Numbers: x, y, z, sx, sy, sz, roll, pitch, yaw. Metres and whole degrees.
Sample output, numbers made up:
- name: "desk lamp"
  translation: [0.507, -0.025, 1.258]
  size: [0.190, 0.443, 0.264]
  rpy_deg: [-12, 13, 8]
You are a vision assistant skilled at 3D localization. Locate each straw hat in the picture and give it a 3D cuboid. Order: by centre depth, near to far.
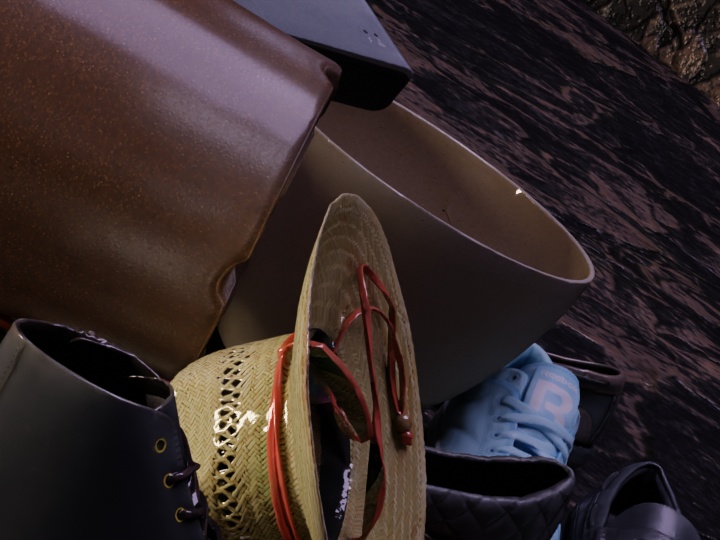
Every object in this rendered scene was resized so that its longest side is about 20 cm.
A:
- name: "straw hat"
  translation: [-0.034, 0.069, 1.082]
  size: [0.085, 0.202, 0.201]
  rpy_deg: [-6, 7, 13]

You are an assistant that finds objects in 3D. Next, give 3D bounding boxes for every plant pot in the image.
- name: "plant pot"
  translation: [-0.127, -0.061, 1.141]
  size: [0.198, 0.201, 0.200]
  rpy_deg: [27, 14, -2]
- name: "plant pot"
  translation: [0.000, 0.000, 1.404]
  size: [0.200, 0.135, 0.200]
  rpy_deg: [32, 14, -9]

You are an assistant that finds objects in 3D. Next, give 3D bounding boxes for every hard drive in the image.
- name: "hard drive"
  translation: [-0.071, -0.170, 1.387]
  size: [0.139, 0.033, 0.200]
  rpy_deg: [11, 38, -47]

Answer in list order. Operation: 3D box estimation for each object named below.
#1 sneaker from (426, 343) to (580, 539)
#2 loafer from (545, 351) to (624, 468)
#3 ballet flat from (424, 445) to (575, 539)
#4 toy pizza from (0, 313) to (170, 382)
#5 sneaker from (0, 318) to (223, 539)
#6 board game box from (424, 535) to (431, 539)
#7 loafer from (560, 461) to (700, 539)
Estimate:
- name: "sneaker"
  translation: [0.077, 0.086, 1.400]
  size: [0.074, 0.082, 0.200]
  rpy_deg: [29, 14, -14]
- name: "loafer"
  translation: [0.059, 0.041, 1.549]
  size: [0.200, 0.063, 0.072]
  rpy_deg: [29, 14, -21]
- name: "ballet flat"
  translation: [0.012, 0.082, 1.219]
  size: [0.200, 0.057, 0.066]
  rpy_deg: [23, 17, -38]
- name: "toy pizza"
  translation: [-0.101, 0.066, 1.164]
  size: [0.200, 0.032, 0.200]
  rpy_deg: [32, 14, -9]
- name: "sneaker"
  translation: [-0.063, 0.102, 0.969]
  size: [0.200, 0.106, 0.075]
  rpy_deg: [28, 15, -21]
- name: "board game box"
  translation: [0.093, 0.190, 1.205]
  size: [0.200, 0.030, 0.096]
  rpy_deg: [37, 13, 1]
- name: "loafer"
  translation: [0.133, 0.147, 1.344]
  size: [0.068, 0.071, 0.201]
  rpy_deg: [32, 14, -7]
